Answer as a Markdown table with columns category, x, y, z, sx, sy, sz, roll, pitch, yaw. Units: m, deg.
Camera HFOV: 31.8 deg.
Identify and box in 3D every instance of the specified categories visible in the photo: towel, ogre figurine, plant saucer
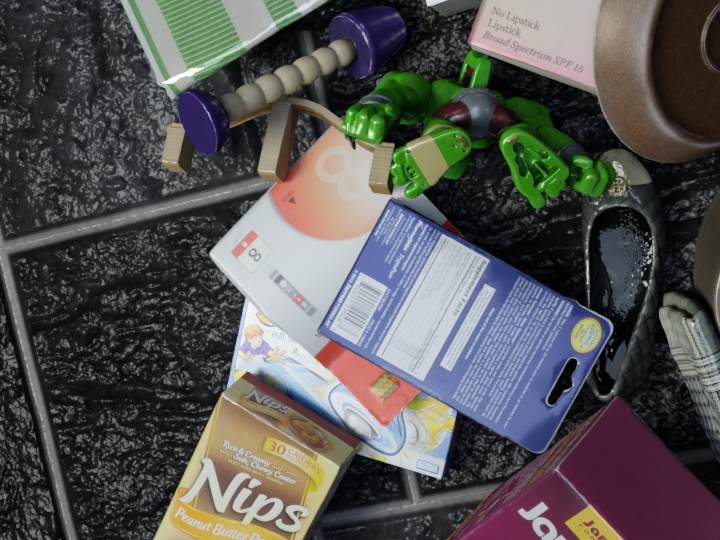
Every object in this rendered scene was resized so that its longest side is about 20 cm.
| category | x | y | z | sx | sy | sz | roll | pitch | yaw |
| --- | --- | --- | --- | --- | --- | --- | --- | --- | --- |
| towel | 0.260 | 0.111 | 0.910 | 0.034 | 0.200 | 0.193 | -23 | 89 | 9 |
| towel | -0.097 | -0.243 | 0.999 | 0.200 | 0.023 | 0.153 | -30 | 69 | 10 |
| ogre figurine | 0.086 | -0.107 | 0.958 | 0.199 | 0.120 | 0.098 | -5 | 120 | 0 |
| plant saucer | 0.253 | -0.170 | 0.899 | 0.034 | 0.200 | 0.201 | 35 | 108 | 53 |

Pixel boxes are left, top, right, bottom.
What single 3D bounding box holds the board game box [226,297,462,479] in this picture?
| category | x | y | z | sx | sy | sz | roll | pitch | yaw |
| --- | --- | --- | --- | --- | --- | --- | --- | --- | --- |
| board game box | -0.008 | 0.081 | 1.063 | 0.199 | 0.034 | 0.136 | 14 | 99 | 14 |

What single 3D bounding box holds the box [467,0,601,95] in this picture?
| category | x | y | z | sx | sy | sz | roll | pitch | yaw |
| --- | --- | --- | --- | --- | --- | --- | --- | --- | --- |
| box | 0.178 | -0.239 | 0.943 | 0.128 | 0.109 | 0.201 | 21 | 101 | 12 |

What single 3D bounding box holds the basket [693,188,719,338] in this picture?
| category | x | y | z | sx | sy | sz | roll | pitch | yaw |
| --- | --- | --- | --- | --- | --- | --- | --- | --- | --- |
| basket | 0.305 | 0.008 | 0.887 | 0.136 | 0.200 | 0.181 | 0 | 95 | 15 |

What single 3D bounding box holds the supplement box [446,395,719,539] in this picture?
| category | x | y | z | sx | sy | sz | roll | pitch | yaw |
| --- | --- | --- | --- | --- | --- | --- | --- | --- | --- |
| supplement box | 0.162 | 0.208 | 0.952 | 0.131 | 0.103 | 0.200 | 47 | 138 | 7 |

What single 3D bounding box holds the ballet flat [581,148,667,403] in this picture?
| category | x | y | z | sx | sy | sz | roll | pitch | yaw |
| --- | --- | --- | --- | --- | --- | --- | --- | --- | --- |
| ballet flat | 0.205 | 0.005 | 0.987 | 0.066 | 0.057 | 0.201 | 0 | 95 | 18 |

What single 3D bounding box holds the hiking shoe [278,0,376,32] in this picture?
| category | x | y | z | sx | sy | sz | roll | pitch | yaw |
| --- | --- | --- | --- | --- | --- | --- | --- | --- | --- |
| hiking shoe | -0.072 | -0.236 | 1.028 | 0.199 | 0.074 | 0.087 | -13 | 91 | 15 |

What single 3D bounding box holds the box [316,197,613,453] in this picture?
| category | x | y | z | sx | sy | sz | roll | pitch | yaw |
| --- | --- | --- | --- | --- | --- | --- | --- | --- | --- |
| box | 0.082 | 0.044 | 0.984 | 0.200 | 0.032 | 0.121 | 30 | 92 | 5 |

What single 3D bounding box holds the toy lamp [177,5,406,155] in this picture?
| category | x | y | z | sx | sy | sz | roll | pitch | yaw |
| --- | --- | --- | --- | --- | --- | --- | --- | --- | --- |
| toy lamp | -0.047 | -0.155 | 0.984 | 0.058 | 0.200 | 0.058 | 37 | 143 | 34 |

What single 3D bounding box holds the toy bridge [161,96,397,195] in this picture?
| category | x | y | z | sx | sy | sz | roll | pitch | yaw |
| --- | --- | --- | --- | --- | --- | --- | --- | --- | --- |
| toy bridge | -0.065 | -0.105 | 1.013 | 0.199 | 0.027 | 0.067 | 8 | 77 | 17 |

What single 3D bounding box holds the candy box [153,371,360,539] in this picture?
| category | x | y | z | sx | sy | sz | roll | pitch | yaw |
| --- | --- | --- | --- | --- | --- | --- | --- | --- | --- |
| candy box | -0.095 | 0.199 | 1.067 | 0.115 | 0.055 | 0.200 | 30 | 116 | 8 |

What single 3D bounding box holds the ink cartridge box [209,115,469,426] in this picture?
| category | x | y | z | sx | sy | sz | roll | pitch | yaw |
| --- | --- | --- | --- | --- | --- | --- | --- | --- | --- |
| ink cartridge box | 0.000 | 0.000 | 1.015 | 0.162 | 0.050 | 0.200 | -46 | 72 | 1 |

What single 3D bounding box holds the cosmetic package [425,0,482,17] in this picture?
| category | x | y | z | sx | sy | sz | roll | pitch | yaw |
| --- | --- | --- | --- | --- | --- | --- | --- | --- | --- |
| cosmetic package | 0.056 | -0.305 | 0.983 | 0.051 | 0.083 | 0.201 | -15 | 92 | 16 |
